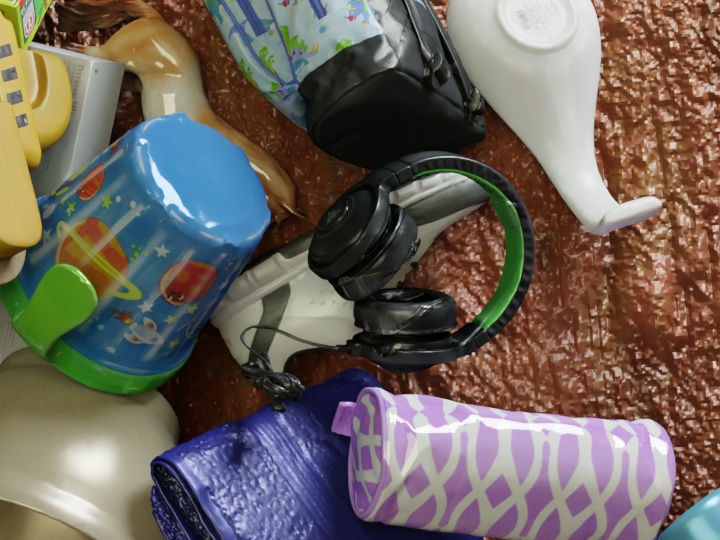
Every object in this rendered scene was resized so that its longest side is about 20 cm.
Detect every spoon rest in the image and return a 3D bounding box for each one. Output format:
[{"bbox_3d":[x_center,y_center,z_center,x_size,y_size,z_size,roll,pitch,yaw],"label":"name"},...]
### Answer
[{"bbox_3d":[0.121,-0.107,1.719,0.099,0.061,0.201,-17,69,-18],"label":"spoon rest"}]

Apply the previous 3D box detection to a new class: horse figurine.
[{"bbox_3d":[-0.134,-0.097,1.759,0.132,0.050,0.201,-26,81,11],"label":"horse figurine"}]

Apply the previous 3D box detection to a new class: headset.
[{"bbox_3d":[0.018,0.013,1.642,0.200,0.094,0.124,-31,110,-12],"label":"headset"}]

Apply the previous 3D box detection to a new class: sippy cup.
[{"bbox_3d":[-0.125,-0.018,1.627,0.130,0.139,0.178,-44,33,35],"label":"sippy cup"}]

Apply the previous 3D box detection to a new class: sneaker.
[{"bbox_3d":[0.000,0.000,1.721,0.199,0.074,0.080,-30,92,7],"label":"sneaker"}]

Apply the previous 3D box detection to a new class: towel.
[{"bbox_3d":[-0.026,0.146,1.644,0.148,0.200,0.050,54,129,10],"label":"towel"}]

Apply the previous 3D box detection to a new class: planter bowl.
[{"bbox_3d":[-0.184,0.131,1.669,0.199,0.201,0.135,14,57,10],"label":"planter bowl"}]

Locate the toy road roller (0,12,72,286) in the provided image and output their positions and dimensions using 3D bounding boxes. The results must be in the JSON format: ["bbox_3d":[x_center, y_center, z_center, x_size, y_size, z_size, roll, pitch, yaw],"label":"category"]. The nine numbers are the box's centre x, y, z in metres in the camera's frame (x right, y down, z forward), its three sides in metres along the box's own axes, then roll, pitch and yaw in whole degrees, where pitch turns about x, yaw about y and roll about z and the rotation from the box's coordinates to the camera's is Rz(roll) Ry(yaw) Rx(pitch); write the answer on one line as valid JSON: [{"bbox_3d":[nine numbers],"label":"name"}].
[{"bbox_3d":[-0.234,-0.069,1.625,0.123,0.146,0.201,-25,71,32],"label":"toy road roller"}]

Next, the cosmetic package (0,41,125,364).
[{"bbox_3d":[-0.210,-0.040,1.734,0.082,0.051,0.201,15,97,23],"label":"cosmetic package"}]

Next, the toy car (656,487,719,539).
[{"bbox_3d":[0.277,0.178,1.576,0.177,0.200,0.185,-38,78,1],"label":"toy car"}]

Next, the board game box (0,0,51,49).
[{"bbox_3d":[-0.227,-0.228,1.747,0.101,0.048,0.201,13,52,10],"label":"board game box"}]

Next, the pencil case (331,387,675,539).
[{"bbox_3d":[0.089,0.115,1.637,0.199,0.086,0.084,8,122,-19],"label":"pencil case"}]

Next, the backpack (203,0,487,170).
[{"bbox_3d":[-0.024,-0.163,1.704,0.153,0.163,0.201,-22,71,19],"label":"backpack"}]
